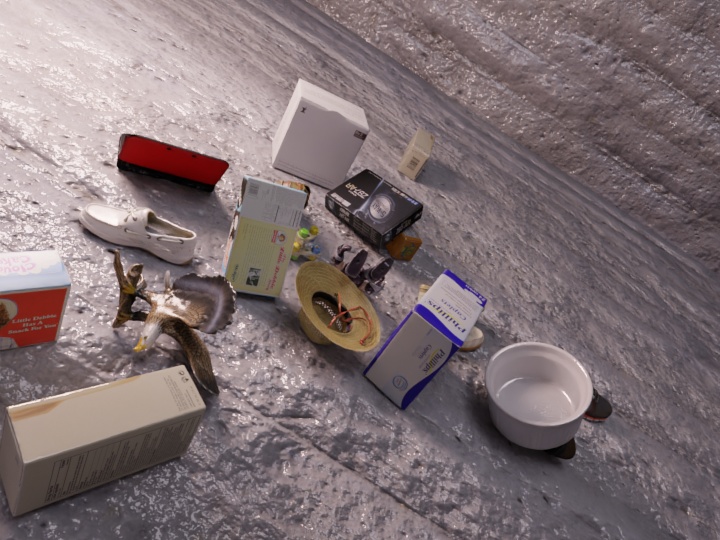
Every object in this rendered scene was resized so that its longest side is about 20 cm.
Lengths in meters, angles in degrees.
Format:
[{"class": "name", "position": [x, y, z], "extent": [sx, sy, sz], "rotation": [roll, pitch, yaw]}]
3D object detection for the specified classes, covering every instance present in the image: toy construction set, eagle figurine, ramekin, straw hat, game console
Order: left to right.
[{"class": "game console", "position": [-0.385, -0.248, 1.115], "extent": [0.197, 0.119, 0.174], "rotation": [13, 38, -30]}, {"class": "eagle figurine", "position": [-0.264, 0.075, 0.783], "extent": [0.197, 0.152, 0.153], "rotation": [18, 69, 6]}, {"class": "toy construction set", "position": [-0.176, -0.072, 1.105], "extent": [0.131, 0.093, 0.199], "rotation": [49, 24, 23]}, {"class": "straw hat", "position": [-0.063, 0.088, 0.990], "extent": [0.200, 0.085, 0.203], "rotation": [33, 34, -25]}, {"class": "ramekin", "position": [0.340, 0.246, 1.056], "extent": [0.196, 0.099, 0.202], "rotation": [-5, 39, 4]}]

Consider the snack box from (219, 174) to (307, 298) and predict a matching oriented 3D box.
[{"class": "snack box", "position": [-0.177, -0.058, 0.980], "extent": [0.115, 0.203, 0.037], "rotation": [12, 9, -30]}]

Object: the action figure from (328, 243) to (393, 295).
[{"class": "action figure", "position": [0.000, 0.000, 1.108], "extent": [0.129, 0.070, 0.200], "rotation": [32, -10, -9]}]

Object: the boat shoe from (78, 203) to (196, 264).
[{"class": "boat shoe", "position": [-0.381, -0.080, 0.944], "extent": [0.197, 0.070, 0.071], "rotation": [20, 36, -19]}]

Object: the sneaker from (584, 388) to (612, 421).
[{"class": "sneaker", "position": [0.511, 0.277, 1.248], "extent": [0.198, 0.082, 0.078], "rotation": [26, 33, -11]}]

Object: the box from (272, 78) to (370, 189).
[{"class": "box", "position": [-0.108, -0.350, 1.417], "extent": [0.196, 0.201, 0.132], "rotation": [19, 32, -21]}]

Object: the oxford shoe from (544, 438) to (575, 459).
[{"class": "oxford shoe", "position": [0.391, 0.305, 1.133], "extent": [0.084, 0.072, 0.202], "rotation": [34, 32, -28]}]

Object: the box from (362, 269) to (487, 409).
[{"class": "box", "position": [0.123, 0.123, 1.014], "extent": [0.104, 0.185, 0.200], "rotation": [38, 32, 8]}]

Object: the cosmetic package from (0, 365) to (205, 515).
[{"class": "cosmetic package", "position": [-0.293, 0.188, 0.626], "extent": [0.198, 0.106, 0.071], "rotation": [-6, 47, -47]}]

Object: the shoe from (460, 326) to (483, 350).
[{"class": "shoe", "position": [0.204, 0.131, 1.196], "extent": [0.197, 0.054, 0.071], "rotation": [12, 38, -31]}]

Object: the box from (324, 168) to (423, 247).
[{"class": "box", "position": [0.033, -0.161, 1.354], "extent": [0.199, 0.044, 0.159], "rotation": [37, 54, 26]}]

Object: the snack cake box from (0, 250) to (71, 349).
[{"class": "snack cake box", "position": [-0.473, 0.042, 0.659], "extent": [0.198, 0.116, 0.067], "rotation": [-7, 48, -46]}]

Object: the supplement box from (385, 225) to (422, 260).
[{"class": "supplement box", "position": [0.083, -0.118, 1.407], "extent": [0.068, 0.067, 0.202], "rotation": [10, 40, -35]}]

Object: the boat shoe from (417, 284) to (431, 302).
[{"class": "boat shoe", "position": [0.215, 0.068, 1.256], "extent": [0.197, 0.064, 0.073], "rotation": [3, 0, -38]}]

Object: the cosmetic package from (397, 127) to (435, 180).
[{"class": "cosmetic package", "position": [0.191, -0.395, 1.830], "extent": [0.070, 0.106, 0.201], "rotation": [31, 34, -5]}]

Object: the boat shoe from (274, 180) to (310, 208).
[{"class": "boat shoe", "position": [-0.144, -0.158, 1.196], "extent": [0.067, 0.073, 0.200], "rotation": [4, 7, 0]}]
